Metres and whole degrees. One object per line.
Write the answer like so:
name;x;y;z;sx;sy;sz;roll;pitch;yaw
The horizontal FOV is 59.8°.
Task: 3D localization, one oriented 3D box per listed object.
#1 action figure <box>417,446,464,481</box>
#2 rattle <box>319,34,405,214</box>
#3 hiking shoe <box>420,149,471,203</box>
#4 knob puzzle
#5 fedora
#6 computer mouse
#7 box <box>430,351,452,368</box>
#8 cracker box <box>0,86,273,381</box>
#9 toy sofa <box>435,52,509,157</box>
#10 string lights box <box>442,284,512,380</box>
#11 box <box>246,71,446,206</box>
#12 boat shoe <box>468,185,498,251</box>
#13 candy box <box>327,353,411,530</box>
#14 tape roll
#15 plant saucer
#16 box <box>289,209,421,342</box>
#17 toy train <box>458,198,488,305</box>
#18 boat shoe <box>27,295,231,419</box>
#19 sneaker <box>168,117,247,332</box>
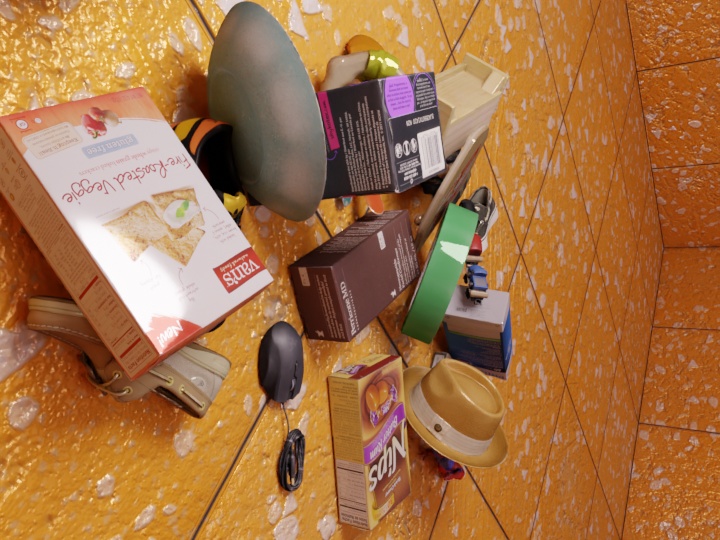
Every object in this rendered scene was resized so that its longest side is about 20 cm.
action figure;0.135;0.307;1.021;0.052;0.065;0.201;-43;146;-12
rattle;0.000;-0.197;0.849;0.128;0.143;0.204;-19;122;-17
hiking shoe;0.127;-0.175;1.005;0.200;0.074;0.103;49;48;-45
knob puzzle;0.125;-0.131;0.892;0.222;0.030;0.220;-56;171;-13
fedora;0.151;0.197;0.940;0.199;0.200;0.083;-14;140;-55
computer mouse;-0.082;0.160;0.732;0.058;0.033;0.205;-20;107;-55
box;0.165;0.246;1.102;0.201;0.032;0.123;52;49;-44
cracker box;-0.176;-0.037;0.496;0.202;0.057;0.134;56;39;-2
toy sofa;0.129;-0.235;0.906;0.199;0.082;0.099;-38;155;-44
string lights box;0.198;0.107;1.047;0.201;0.100;0.060;68;37;-53
box;-0.023;-0.138;0.672;0.122;0.196;0.109;-28;113;-51
boat shoe;0.198;-0.088;1.124;0.201;0.069;0.065;-55;134;-51
candy box;0.016;0.229;0.859;0.116;0.055;0.206;-16;104;-56
tape roll;0.115;0.004;0.917;0.200;0.047;0.205;21;89;-85
plant saucer;-0.101;-0.137;0.580;0.038;0.199;0.206;-23;111;-29
box;0.000;0.000;0.821;0.199;0.074;0.102;-38;121;-47
toy train;0.177;-0.035;0.995;0.046;0.033;0.204;111;-17;-51
boat shoe;-0.192;0.079;0.533;0.199;0.073;0.068;34;65;-46
sneaker;-0.144;-0.040;0.587;0.069;0.088;0.206;-14;99;-53
